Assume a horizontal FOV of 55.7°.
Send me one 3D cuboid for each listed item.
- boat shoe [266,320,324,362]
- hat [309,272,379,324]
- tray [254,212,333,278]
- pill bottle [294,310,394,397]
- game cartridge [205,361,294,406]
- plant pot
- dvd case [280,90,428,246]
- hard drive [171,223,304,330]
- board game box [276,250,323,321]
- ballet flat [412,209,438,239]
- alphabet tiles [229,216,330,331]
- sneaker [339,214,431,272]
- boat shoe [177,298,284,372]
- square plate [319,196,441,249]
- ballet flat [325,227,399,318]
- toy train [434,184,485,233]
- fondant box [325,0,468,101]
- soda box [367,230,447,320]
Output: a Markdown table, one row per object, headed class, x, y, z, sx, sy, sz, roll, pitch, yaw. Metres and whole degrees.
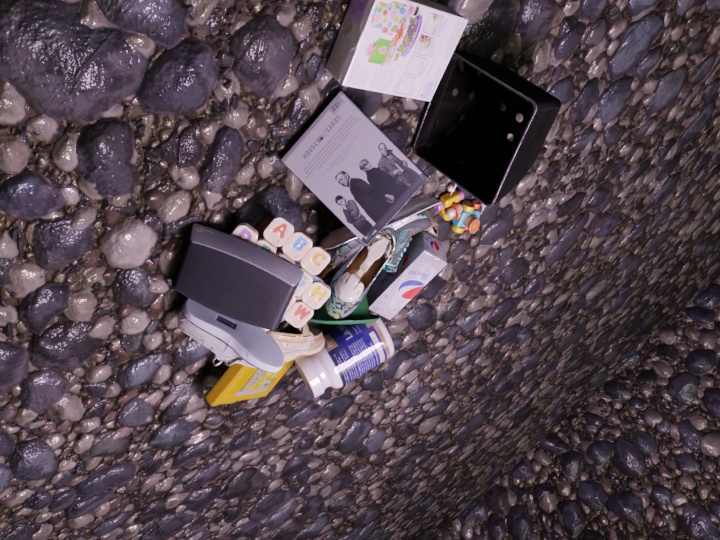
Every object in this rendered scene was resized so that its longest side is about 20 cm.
| class | x | y | z | sx | sy | sz | roll | pitch | yaw |
| --- | --- | --- | --- | --- | --- | --- | --- | --- | --- |
| boat shoe | -0.126 | 0.127 | 1.307 | 0.199 | 0.072 | 0.071 | -14 | 106 | -67 |
| hat | -0.034 | 0.008 | 1.373 | 0.199 | 0.163 | 0.180 | -3 | 97 | -57 |
| tray | -0.138 | -0.019 | 1.257 | 0.099 | 0.037 | 0.200 | -45 | 144 | 5 |
| pill bottle | -0.036 | 0.179 | 1.456 | 0.198 | 0.116 | 0.117 | -30 | 144 | -15 |
| game cartridge | -0.202 | 0.198 | 1.387 | 0.177 | 0.032 | 0.199 | -50 | 161 | 12 |
| plant pot | 0.245 | -0.266 | 1.231 | 0.176 | 0.200 | 0.202 | -21 | 142 | -42 |
| dvd case | -0.010 | -0.164 | 1.104 | 0.150 | 0.200 | 0.025 | -46 | 180 | 8 |
| hard drive | -0.207 | 0.018 | 1.132 | 0.197 | 0.043 | 0.136 | 24 | 117 | -10 |
| board game box | -0.182 | 0.055 | 1.252 | 0.198 | 0.037 | 0.151 | -32 | 147 | 16 |
| ballet flat | 0.143 | -0.047 | 1.463 | 0.068 | 0.067 | 0.201 | -33 | 144 | -12 |
| alphabet tiles | -0.151 | 0.011 | 1.160 | 0.199 | 0.015 | 0.196 | 38 | 111 | -17 |
| sneaker | 0.059 | -0.043 | 1.344 | 0.198 | 0.092 | 0.078 | -25 | 178 | -13 |
| boat shoe | -0.232 | 0.131 | 1.191 | 0.200 | 0.075 | 0.086 | 31 | 125 | -10 |
| square plate | 0.026 | -0.089 | 1.245 | 0.195 | 0.029 | 0.200 | -23 | -175 | -16 |
| ballet flat | 0.000 | 0.000 | 1.261 | 0.202 | 0.074 | 0.074 | -56 | 145 | -4 |
| toy train | 0.237 | -0.151 | 1.450 | 0.150 | 0.056 | 0.200 | -42 | 145 | 2 |
| fondant box | 0.058 | -0.353 | 1.066 | 0.198 | 0.058 | 0.146 | -4 | 131 | -42 |
| soda box | 0.094 | 0.012 | 1.423 | 0.063 | 0.069 | 0.200 | 27 | 127 | -23 |
